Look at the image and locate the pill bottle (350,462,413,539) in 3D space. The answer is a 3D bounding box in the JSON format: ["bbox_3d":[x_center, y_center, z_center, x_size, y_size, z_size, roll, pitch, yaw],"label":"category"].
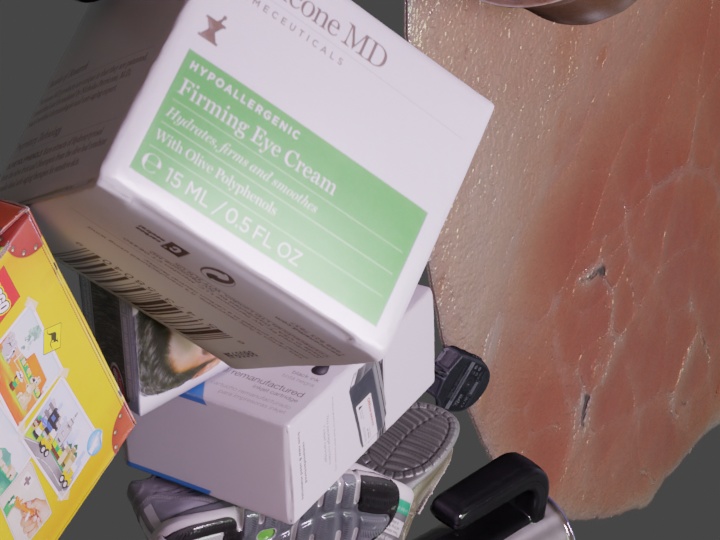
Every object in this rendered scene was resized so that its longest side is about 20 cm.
[{"bbox_3d":[-0.040,0.248,1.450,0.113,0.112,0.202,37,71,-61],"label":"pill bottle"}]

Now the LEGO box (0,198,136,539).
[{"bbox_3d":[-0.223,0.075,1.051,0.149,0.077,0.201,-57,148,-31],"label":"LEGO box"}]

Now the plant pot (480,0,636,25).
[{"bbox_3d":[0.158,-0.292,1.482,0.198,0.198,0.202,11,94,-70],"label":"plant pot"}]

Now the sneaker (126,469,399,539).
[{"bbox_3d":[-0.075,0.151,1.317,0.198,0.116,0.076,-5,125,-33],"label":"sneaker"}]

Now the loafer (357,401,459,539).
[{"bbox_3d":[0.018,0.193,1.592,0.200,0.075,0.070,-47,154,-35],"label":"loafer"}]

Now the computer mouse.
[{"bbox_3d":[0.059,0.085,1.652,0.059,0.034,0.200,-58,148,3],"label":"computer mouse"}]

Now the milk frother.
[{"bbox_3d":[0.134,0.289,1.648,0.187,0.200,0.181,-22,151,-41],"label":"milk frother"}]

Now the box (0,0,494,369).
[{"bbox_3d":[-0.072,-0.063,1.062,0.198,0.199,0.173,33,70,-24],"label":"box"}]

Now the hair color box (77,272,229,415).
[{"bbox_3d":[-0.092,0.005,1.233,0.199,0.060,0.100,-28,131,-37],"label":"hair color box"}]

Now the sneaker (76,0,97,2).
[{"bbox_3d":[-0.150,-0.257,1.058,0.082,0.071,0.202,22,82,-39],"label":"sneaker"}]

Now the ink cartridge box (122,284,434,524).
[{"bbox_3d":[-0.055,0.074,1.298,0.200,0.143,0.085,-41,137,-48],"label":"ink cartridge box"}]
